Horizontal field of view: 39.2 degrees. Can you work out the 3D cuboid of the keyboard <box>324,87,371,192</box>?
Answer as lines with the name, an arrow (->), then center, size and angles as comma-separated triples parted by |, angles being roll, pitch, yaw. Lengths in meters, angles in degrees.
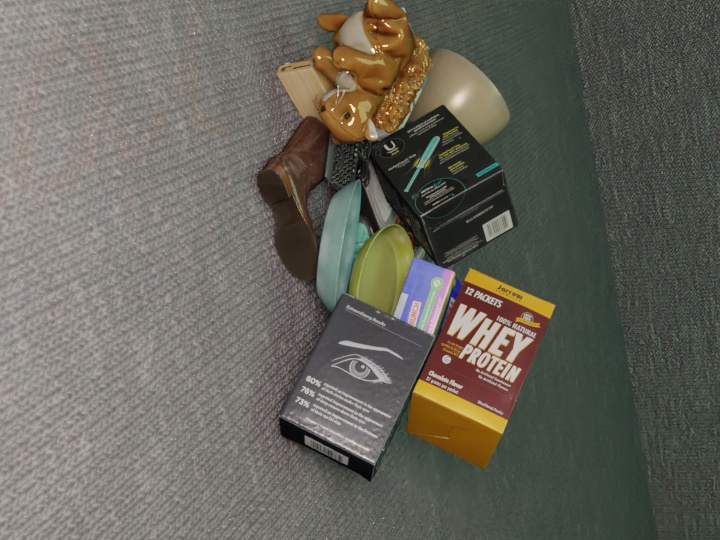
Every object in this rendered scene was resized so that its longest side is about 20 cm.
keyboard -> -0.009, -0.204, 1.540 | 0.127, 0.020, 0.202 | 33, 60, -56

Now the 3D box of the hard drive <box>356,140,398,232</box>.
hard drive -> 0.036, -0.157, 1.749 | 0.201, 0.037, 0.141 | -63, 140, -50

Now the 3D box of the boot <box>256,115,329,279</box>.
boot -> -0.074, -0.111, 1.491 | 0.200, 0.064, 0.188 | -61, 140, -57

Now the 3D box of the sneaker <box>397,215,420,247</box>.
sneaker -> 0.086, -0.145, 1.744 | 0.078, 0.074, 0.202 | -60, 144, -71

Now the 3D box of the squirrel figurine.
squirrel figurine -> 0.019, -0.266, 1.462 | 0.199, 0.141, 0.189 | 20, 75, -44

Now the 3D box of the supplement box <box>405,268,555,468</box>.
supplement box -> 0.168, 0.144, 1.450 | 0.198, 0.132, 0.201 | 91, 24, -65

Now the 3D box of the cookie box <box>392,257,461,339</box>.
cookie box -> 0.105, 0.096, 1.599 | 0.200, 0.074, 0.173 | 49, 59, -68

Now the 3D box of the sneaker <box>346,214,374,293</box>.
sneaker -> 0.000, 0.000, 1.617 | 0.088, 0.073, 0.202 | -58, 147, -67

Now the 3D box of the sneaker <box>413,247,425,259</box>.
sneaker -> 0.080, 0.034, 1.758 | 0.201, 0.077, 0.100 | -61, 141, -49

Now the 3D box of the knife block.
knife block -> -0.044, -0.233, 1.565 | 0.200, 0.063, 0.178 | -17, 100, -64

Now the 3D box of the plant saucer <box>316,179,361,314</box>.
plant saucer -> -0.033, -0.034, 1.458 | 0.200, 0.036, 0.203 | 9, 90, -86

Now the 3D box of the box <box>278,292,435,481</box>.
box -> -0.004, 0.158, 1.381 | 0.201, 0.147, 0.105 | -61, 171, -21

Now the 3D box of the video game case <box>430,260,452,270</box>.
video game case -> 0.117, 0.065, 1.782 | 0.182, 0.023, 0.202 | -47, 154, -56

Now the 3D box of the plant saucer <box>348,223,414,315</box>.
plant saucer -> 0.029, 0.028, 1.549 | 0.200, 0.031, 0.202 | -27, 121, -58

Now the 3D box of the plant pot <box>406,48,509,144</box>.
plant pot -> 0.163, -0.296, 1.907 | 0.135, 0.200, 0.201 | -47, 137, -10

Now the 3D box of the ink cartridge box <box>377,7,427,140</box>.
ink cartridge box -> 0.035, -0.335, 1.732 | 0.201, 0.085, 0.147 | -67, 142, -48

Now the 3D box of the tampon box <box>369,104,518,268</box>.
tampon box -> 0.127, -0.132, 1.585 | 0.201, 0.149, 0.127 | 57, -6, 45
